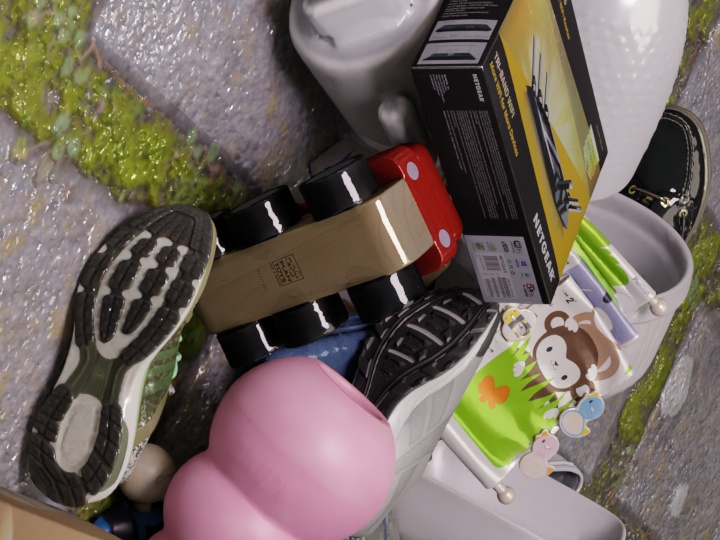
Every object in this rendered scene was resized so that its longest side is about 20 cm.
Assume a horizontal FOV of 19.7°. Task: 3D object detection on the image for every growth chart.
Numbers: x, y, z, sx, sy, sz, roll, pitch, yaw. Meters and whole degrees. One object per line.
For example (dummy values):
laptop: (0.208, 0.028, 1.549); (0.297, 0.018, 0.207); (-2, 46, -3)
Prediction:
growth chart: (0.128, 0.060, 1.493); (0.144, 0.018, 0.200); (39, 95, -17)

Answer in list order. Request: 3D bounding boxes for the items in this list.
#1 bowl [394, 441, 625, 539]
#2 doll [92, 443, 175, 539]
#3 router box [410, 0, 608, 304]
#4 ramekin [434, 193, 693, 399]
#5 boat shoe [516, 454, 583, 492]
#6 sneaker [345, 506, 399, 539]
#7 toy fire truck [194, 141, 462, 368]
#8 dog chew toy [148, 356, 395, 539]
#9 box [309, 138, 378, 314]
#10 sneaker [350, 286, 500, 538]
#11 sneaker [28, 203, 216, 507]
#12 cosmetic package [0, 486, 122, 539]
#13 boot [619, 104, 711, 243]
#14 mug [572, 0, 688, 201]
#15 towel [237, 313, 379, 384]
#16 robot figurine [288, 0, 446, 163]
bowl: (0.100, 0.196, 1.608); (0.075, 0.199, 0.200); (-66, 168, 10)
doll: (-0.149, 0.211, 1.394); (0.136, 0.048, 0.202); (-10, 110, -44)
router box: (0.103, -0.103, 1.370); (0.158, 0.052, 0.201); (-65, 146, -41)
ramekin: (0.150, 0.015, 1.609); (0.199, 0.199, 0.106); (-25, 137, -48)
boat shoe: (0.125, 0.193, 1.783); (0.199, 0.068, 0.073); (-1, 108, -57)
sneaker: (-0.044, 0.179, 1.486); (0.199, 0.086, 0.075); (30, 65, -46)
toy fire truck: (0.003, -0.019, 1.370); (0.200, 0.175, 0.130); (-39, 105, -52)
dog chew toy: (-0.070, 0.154, 1.335); (0.200, 0.124, 0.124); (-49, 147, 3)
box: (0.000, 0.000, 1.511); (0.041, 0.038, 0.201); (-43, 140, -37)
sneaker: (0.030, 0.096, 1.442); (0.201, 0.074, 0.079); (-53, 140, -11)
sneaker: (-0.142, 0.052, 1.311); (0.202, 0.076, 0.089); (-65, 161, 2)
cosmetic package: (-0.217, 0.164, 1.214); (0.072, 0.105, 0.200); (-65, 150, -7)
boot: (0.237, -0.034, 1.814); (0.153, 0.073, 0.206); (-23, 129, -56)
mug: (0.159, -0.182, 1.538); (0.146, 0.201, 0.176); (7, 132, -16)
towel: (-0.001, 0.082, 1.496); (0.198, 0.048, 0.113); (-8, 121, -34)
robot figurine: (0.025, -0.150, 1.394); (0.200, 0.112, 0.171); (51, 31, -54)
